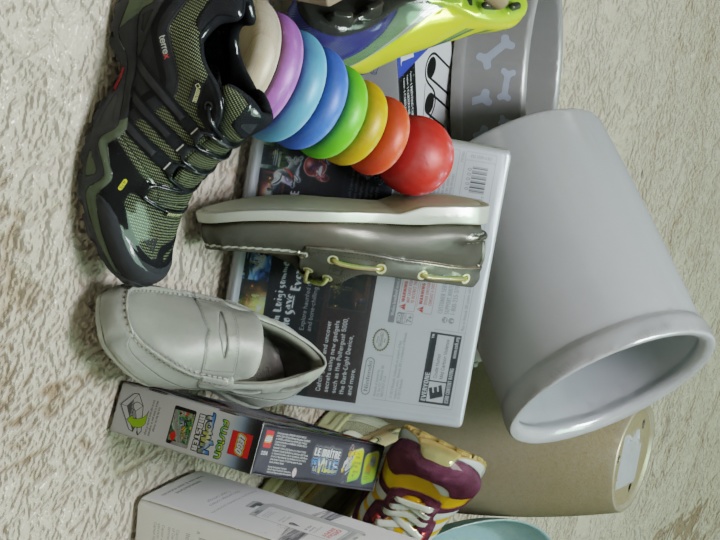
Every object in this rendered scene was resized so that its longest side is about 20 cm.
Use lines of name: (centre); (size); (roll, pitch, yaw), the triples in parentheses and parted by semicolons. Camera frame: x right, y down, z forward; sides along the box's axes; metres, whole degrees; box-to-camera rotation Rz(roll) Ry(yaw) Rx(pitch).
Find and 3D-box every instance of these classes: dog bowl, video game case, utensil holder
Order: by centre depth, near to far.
video game case: (0.000, 0.000, 1.486); (0.023, 0.180, 0.202); (-130, -131, -76)
utensil holder: (0.153, 0.003, 1.614); (0.170, 0.169, 0.201); (34, 32, -64)
dog bowl: (0.121, -0.159, 1.719); (0.200, 0.058, 0.202); (6, 90, -76)

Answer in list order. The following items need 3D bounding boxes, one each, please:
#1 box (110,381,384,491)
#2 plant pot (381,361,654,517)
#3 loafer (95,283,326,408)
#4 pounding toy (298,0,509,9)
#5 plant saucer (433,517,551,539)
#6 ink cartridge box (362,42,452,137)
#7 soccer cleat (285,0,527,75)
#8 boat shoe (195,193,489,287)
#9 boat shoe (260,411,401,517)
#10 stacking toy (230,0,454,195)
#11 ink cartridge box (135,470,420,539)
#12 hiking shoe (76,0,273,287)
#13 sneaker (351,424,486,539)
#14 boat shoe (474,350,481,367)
box: (-0.073, 0.114, 1.448); (0.200, 0.109, 0.035); (21, 85, -64)
plant pot: (0.138, 0.133, 1.792); (0.187, 0.199, 0.189); (-41, 139, -50)
loafer: (-0.096, 0.045, 1.380); (0.200, 0.069, 0.071); (20, 58, -57)
pounding toy: (0.000, -0.252, 1.370); (0.184, 0.141, 0.202); (-37, 135, -53)
plant saucer: (0.072, 0.272, 1.830); (0.200, 0.039, 0.202); (-16, 136, -17)
ink cartridge box: (0.031, -0.158, 1.599); (0.094, 0.044, 0.201); (-49, 143, -47)
soccer cleat: (0.028, -0.177, 1.499); (0.199, 0.065, 0.084); (-12, 152, -34)
boat shoe: (-0.011, -0.018, 1.431); (0.072, 0.200, 0.061); (-135, -134, -73)
boat shoe: (-0.031, 0.181, 1.622); (0.201, 0.063, 0.074); (-49, 144, -44)
stacking toy: (-0.016, -0.105, 1.393); (0.199, 0.085, 0.086); (23, 81, -37)
ink cartridge box: (-0.054, 0.237, 1.443); (0.083, 0.199, 0.148); (-21, 122, -60)
hiking shoe: (-0.107, -0.083, 1.283); (0.076, 0.100, 0.202); (-8, 109, -59)
sneaker: (0.036, 0.175, 1.548); (0.200, 0.074, 0.091); (109, 6, -73)
boat shoe: (0.084, 0.044, 1.715); (0.199, 0.071, 0.070); (17, 105, -25)
